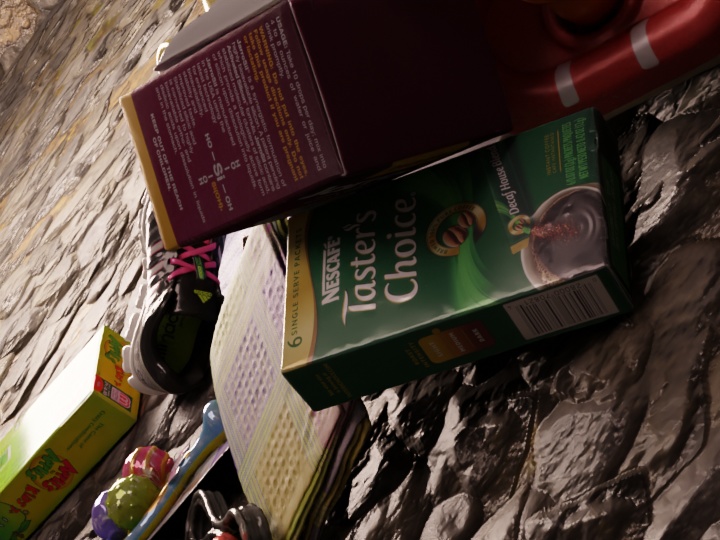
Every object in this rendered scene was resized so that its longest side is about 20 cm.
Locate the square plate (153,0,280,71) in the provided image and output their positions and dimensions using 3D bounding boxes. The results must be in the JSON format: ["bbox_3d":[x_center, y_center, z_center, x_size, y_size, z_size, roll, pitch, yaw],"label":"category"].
[{"bbox_3d":[0.001,-0.177,1.147,0.197,0.029,0.199,-23,-3,41],"label":"square plate"}]

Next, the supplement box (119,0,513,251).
[{"bbox_3d":[-0.029,-0.092,1.120,0.130,0.104,0.200,-17,-2,-36],"label":"supplement box"}]

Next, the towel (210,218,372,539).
[{"bbox_3d":[-0.048,0.074,1.192,0.144,0.023,0.201,-68,31,33],"label":"towel"}]

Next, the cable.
[{"bbox_3d":[-0.094,0.171,1.207,0.200,0.050,0.098,-133,47,-65],"label":"cable"}]

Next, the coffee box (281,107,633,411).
[{"bbox_3d":[0.050,-0.005,1.073,0.199,0.044,0.124,-18,46,22],"label":"coffee box"}]

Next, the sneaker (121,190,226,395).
[{"bbox_3d":[-0.133,0.007,1.500,0.087,0.073,0.202,21,101,60],"label":"sneaker"}]

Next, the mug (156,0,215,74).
[{"bbox_3d":[-0.053,-0.153,1.490,0.153,0.150,0.187,-32,-6,-17],"label":"mug"}]

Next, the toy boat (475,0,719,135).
[{"bbox_3d":[0.121,-0.163,1.096,0.199,0.130,0.131,-27,59,30],"label":"toy boat"}]

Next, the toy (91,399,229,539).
[{"bbox_3d":[-0.148,0.151,1.365,0.200,0.047,0.115,-45,8,17],"label":"toy"}]

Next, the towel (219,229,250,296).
[{"bbox_3d":[-0.082,-0.025,1.555,0.145,0.024,0.200,-59,21,-9],"label":"towel"}]

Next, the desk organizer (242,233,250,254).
[{"bbox_3d":[0.000,0.000,1.219,0.200,0.076,0.072,-13,77,61],"label":"desk organizer"}]

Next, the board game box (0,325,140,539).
[{"bbox_3d":[-0.264,0.151,1.648,0.200,0.047,0.102,-46,22,23],"label":"board game box"}]

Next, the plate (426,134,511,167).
[{"bbox_3d":[0.063,-0.105,1.345,0.200,0.032,0.200,-34,28,45],"label":"plate"}]
